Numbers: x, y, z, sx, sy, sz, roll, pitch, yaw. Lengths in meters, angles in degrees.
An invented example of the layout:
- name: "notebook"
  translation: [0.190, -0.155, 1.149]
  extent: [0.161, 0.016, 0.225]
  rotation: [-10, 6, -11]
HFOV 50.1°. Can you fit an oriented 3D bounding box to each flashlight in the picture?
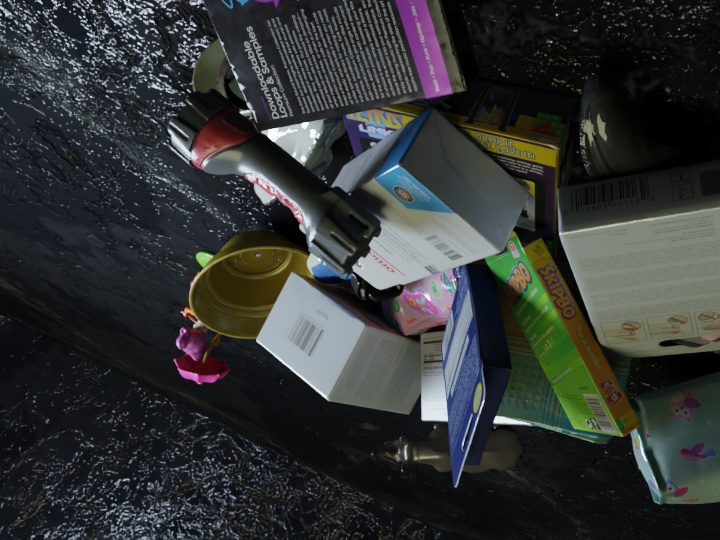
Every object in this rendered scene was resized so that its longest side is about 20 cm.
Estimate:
- name: "flashlight"
  translation: [-0.076, -0.073, 0.662]
  extent: [0.200, 0.068, 0.068]
  rotation: [41, 177, 10]

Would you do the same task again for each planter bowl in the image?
- name: "planter bowl"
  translation: [-0.143, 0.004, 1.084]
  extent: [0.197, 0.084, 0.202]
  rotation: [-9, 142, -7]

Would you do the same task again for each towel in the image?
- name: "towel"
  translation: [0.198, 0.060, 0.762]
  extent: [0.145, 0.203, 0.022]
  rotation: [13, -169, 16]

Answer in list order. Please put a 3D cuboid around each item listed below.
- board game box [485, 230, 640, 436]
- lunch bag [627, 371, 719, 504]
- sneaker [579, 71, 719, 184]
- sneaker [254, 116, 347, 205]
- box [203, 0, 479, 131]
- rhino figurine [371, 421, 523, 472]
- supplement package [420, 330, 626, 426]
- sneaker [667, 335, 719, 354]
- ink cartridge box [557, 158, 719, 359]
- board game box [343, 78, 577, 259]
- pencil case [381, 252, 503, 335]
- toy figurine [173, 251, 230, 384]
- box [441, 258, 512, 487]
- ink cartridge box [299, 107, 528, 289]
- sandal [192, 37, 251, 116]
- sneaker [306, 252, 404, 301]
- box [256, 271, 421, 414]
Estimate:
- name: "board game box"
  translation: [0.178, 0.055, 0.707]
  extent: [0.202, 0.030, 0.096]
  rotation: [60, 168, 1]
- name: "lunch bag"
  translation: [0.377, 0.181, 0.813]
  extent: [0.168, 0.123, 0.200]
  rotation: [-20, 151, 13]
- name: "sneaker"
  translation: [0.232, -0.084, 0.582]
  extent: [0.090, 0.077, 0.199]
  rotation: [-11, 144, 41]
- name: "sneaker"
  translation: [-0.068, -0.139, 0.780]
  extent: [0.087, 0.074, 0.200]
  rotation: [50, 143, 5]
- name: "box"
  translation: [-0.024, -0.188, 0.568]
  extent: [0.198, 0.036, 0.144]
  rotation: [-3, 121, 33]
- name: "rhino figurine"
  translation: [0.110, 0.222, 0.964]
  extent: [0.197, 0.061, 0.087]
  rotation: [0, 179, -11]
- name: "supplement package"
  translation: [0.190, 0.127, 0.922]
  extent: [0.154, 0.113, 0.199]
  rotation: [6, 170, -31]
- name: "sneaker"
  translation: [0.323, 0.030, 0.711]
  extent: [0.198, 0.083, 0.070]
  rotation: [13, -170, -27]
- name: "ink cartridge box"
  translation: [0.253, -0.001, 0.599]
  extent: [0.158, 0.048, 0.200]
  rotation: [-9, 143, 24]
- name: "board game box"
  translation: [0.091, -0.100, 0.700]
  extent: [0.198, 0.057, 0.166]
  rotation: [18, 153, 22]
- name: "pencil case"
  translation: [0.099, 0.026, 0.916]
  extent: [0.087, 0.088, 0.200]
  rotation: [33, 157, -15]
- name: "toy figurine"
  translation: [-0.256, 0.098, 1.320]
  extent: [0.149, 0.186, 0.201]
  rotation: [11, 152, 32]
- name: "box"
  translation: [0.108, 0.094, 0.734]
  extent: [0.032, 0.201, 0.122]
  rotation: [9, 125, -3]
- name: "ink cartridge box"
  translation: [0.039, -0.054, 0.694]
  extent: [0.115, 0.067, 0.199]
  rotation: [37, 155, -18]
- name: "sandal"
  translation: [-0.087, -0.176, 0.680]
  extent: [0.199, 0.081, 0.057]
  rotation: [12, -163, 41]
- name: "sneaker"
  translation: [-0.001, 0.001, 0.940]
  extent: [0.112, 0.076, 0.200]
  rotation: [56, 154, 13]
- name: "box"
  translation: [-0.011, 0.100, 1.035]
  extent: [0.152, 0.107, 0.199]
  rotation: [32, -174, 36]
